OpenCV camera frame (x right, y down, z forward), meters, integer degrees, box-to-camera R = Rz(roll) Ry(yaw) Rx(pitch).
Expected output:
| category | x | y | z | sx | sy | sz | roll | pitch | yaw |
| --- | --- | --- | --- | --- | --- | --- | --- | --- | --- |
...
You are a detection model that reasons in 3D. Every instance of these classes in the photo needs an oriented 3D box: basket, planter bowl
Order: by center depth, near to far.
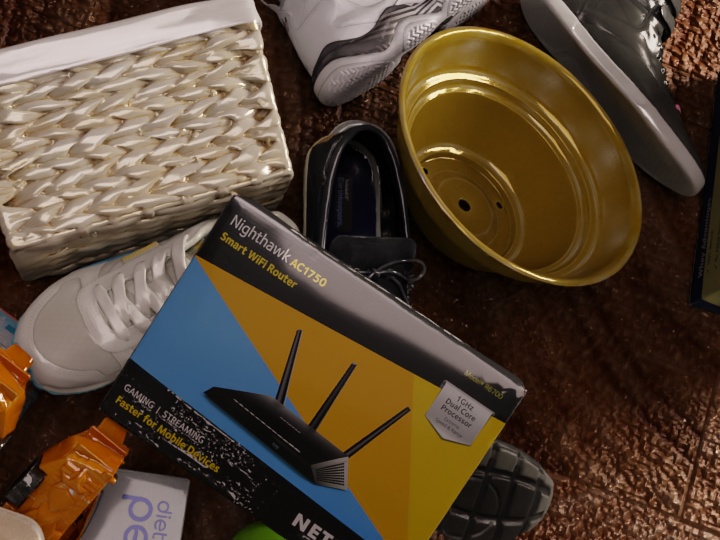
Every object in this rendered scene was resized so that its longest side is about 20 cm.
| category | x | y | z | sx | sy | sz | roll | pitch | yaw |
| --- | --- | --- | --- | --- | --- | --- | --- | --- | --- |
| basket | -0.152 | -0.081 | 0.764 | 0.199 | 0.136 | 0.124 | -16 | 84 | -13 |
| planter bowl | 0.091 | -0.062 | 0.811 | 0.199 | 0.083 | 0.201 | 17 | 55 | -26 |

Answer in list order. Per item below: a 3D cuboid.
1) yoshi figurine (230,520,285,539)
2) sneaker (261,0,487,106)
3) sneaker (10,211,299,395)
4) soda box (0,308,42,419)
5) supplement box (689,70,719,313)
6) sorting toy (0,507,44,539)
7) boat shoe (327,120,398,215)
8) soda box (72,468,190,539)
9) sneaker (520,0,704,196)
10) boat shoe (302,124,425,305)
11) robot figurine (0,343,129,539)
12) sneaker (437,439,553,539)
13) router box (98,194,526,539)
| category | x | y | z | sx | sy | sz | roll | pitch | yaw |
| --- | --- | --- | --- | --- | --- | --- | --- | --- | --- |
| yoshi figurine | -0.005 | 0.201 | 0.741 | 0.199 | 0.113 | 0.113 | -3 | 62 | -8 |
| sneaker | 0.021 | -0.218 | 0.855 | 0.200 | 0.075 | 0.115 | -37 | 88 | -13 |
| sneaker | -0.127 | 0.012 | 0.743 | 0.199 | 0.081 | 0.077 | -27 | 83 | -35 |
| soda box | -0.292 | 0.027 | 0.738 | 0.200 | 0.068 | 0.064 | 37 | 51 | 0 |
| supplement box | 0.342 | -0.074 | 0.811 | 0.133 | 0.200 | 0.201 | 14 | 75 | -6 |
| sorting toy | -0.278 | 0.197 | 0.672 | 0.184 | 0.037 | 0.201 | 18 | 113 | 2 |
| boat shoe | -0.005 | -0.012 | 0.806 | 0.074 | 0.065 | 0.203 | 12 | 74 | -7 |
| soda box | -0.154 | 0.225 | 0.724 | 0.068 | 0.063 | 0.201 | 10 | 75 | -6 |
| sneaker | 0.216 | -0.156 | 0.876 | 0.099 | 0.071 | 0.200 | -33 | 80 | -11 |
| boat shoe | 0.000 | 0.000 | 0.739 | 0.074 | 0.062 | 0.201 | 5 | 71 | -24 |
| robot figurine | -0.230 | 0.143 | 0.689 | 0.145 | 0.058 | 0.200 | 41 | 113 | -9 |
| sneaker | 0.031 | 0.123 | 0.769 | 0.199 | 0.079 | 0.076 | 13 | 104 | -15 |
| router box | -0.027 | 0.072 | 0.680 | 0.199 | 0.051 | 0.150 | 33 | 94 | 3 |
